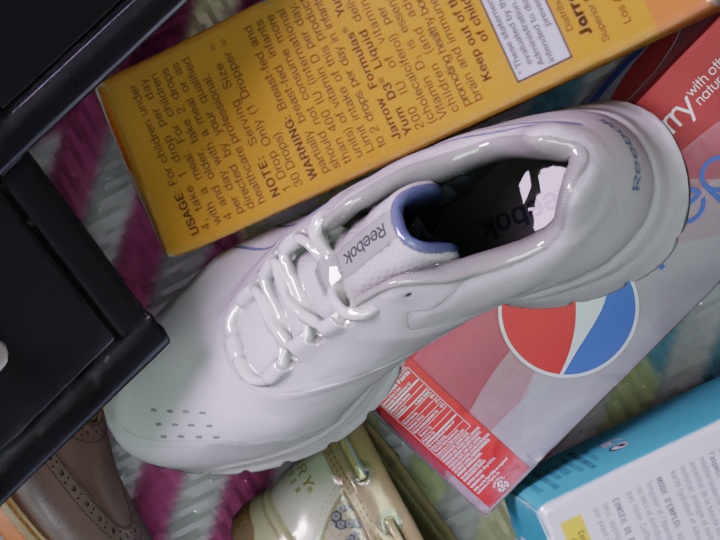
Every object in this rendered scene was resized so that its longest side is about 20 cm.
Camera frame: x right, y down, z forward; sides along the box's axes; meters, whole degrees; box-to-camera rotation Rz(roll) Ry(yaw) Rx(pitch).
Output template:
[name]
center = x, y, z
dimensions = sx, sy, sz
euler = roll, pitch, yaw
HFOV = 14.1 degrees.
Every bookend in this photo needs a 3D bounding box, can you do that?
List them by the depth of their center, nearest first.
[bookend]
center = -0.111, -0.041, 0.854
dimensions = 0.199, 0.092, 0.200
euler = -44, 126, -15

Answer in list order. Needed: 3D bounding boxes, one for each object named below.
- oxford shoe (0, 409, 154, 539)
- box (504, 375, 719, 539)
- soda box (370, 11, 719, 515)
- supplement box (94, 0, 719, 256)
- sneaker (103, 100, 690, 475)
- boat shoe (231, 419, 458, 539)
[oxford shoe]
center = -0.106, 0.034, 0.960
dimensions = 0.073, 0.071, 0.200
euler = -31, 103, 0
[box]
center = 0.153, 0.067, 0.966
dimensions = 0.200, 0.049, 0.082
euler = -24, 102, -10
[soda box]
center = 0.085, -0.018, 0.953
dimensions = 0.063, 0.070, 0.200
euler = 43, 99, -11
[supplement box]
center = 0.019, -0.073, 0.907
dimensions = 0.200, 0.067, 0.069
euler = -26, 90, 21
[sneaker]
center = 0.000, 0.000, 0.890
dimensions = 0.200, 0.087, 0.075
euler = -30, 75, 16
[boat shoe]
center = 0.044, 0.138, 0.989
dimensions = 0.063, 0.073, 0.200
euler = -44, 101, 11
